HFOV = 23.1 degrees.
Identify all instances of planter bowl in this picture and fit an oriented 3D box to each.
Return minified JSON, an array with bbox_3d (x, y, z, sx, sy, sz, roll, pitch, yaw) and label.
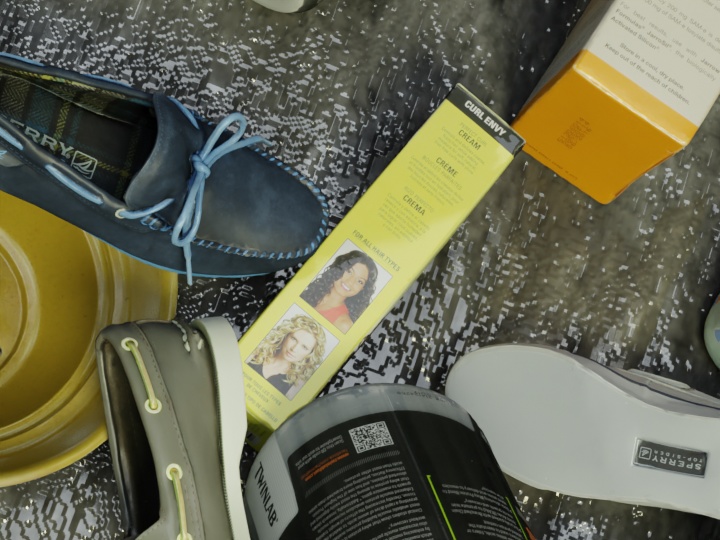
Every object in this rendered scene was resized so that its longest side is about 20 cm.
[{"bbox_3d":[-0.195,0.009,0.837,0.200,0.083,0.201,7,73,-24],"label":"planter bowl"}]

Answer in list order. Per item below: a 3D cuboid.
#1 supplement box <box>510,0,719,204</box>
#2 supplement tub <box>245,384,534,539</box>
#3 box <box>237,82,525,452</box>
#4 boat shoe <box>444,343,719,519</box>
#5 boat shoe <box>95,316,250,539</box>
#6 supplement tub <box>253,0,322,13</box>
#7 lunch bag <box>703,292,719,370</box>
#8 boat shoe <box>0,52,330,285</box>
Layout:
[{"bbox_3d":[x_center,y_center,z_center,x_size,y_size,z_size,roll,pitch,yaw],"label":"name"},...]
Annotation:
[{"bbox_3d":[0.170,-0.145,0.934,0.073,0.126,0.200,34,75,-3],"label":"supplement box"},{"bbox_3d":[0.025,0.151,0.768,0.122,0.200,0.123,-7,123,-11],"label":"supplement tub"},{"bbox_3d":[0.000,0.000,0.896,0.050,0.075,0.200,40,75,0],"label":"box"},{"bbox_3d":[0.143,0.084,0.911,0.200,0.070,0.071,12,93,15],"label":"boat shoe"},{"bbox_3d":[-0.082,0.118,0.778,0.060,0.072,0.202,2,70,-23],"label":"boat shoe"},{"bbox_3d":[0.000,-0.239,0.919,0.123,0.123,0.200,46,73,0],"label":"supplement tub"},{"bbox_3d":[0.295,0.046,0.946,0.200,0.077,0.160,40,73,-2],"label":"lunch bag"},{"bbox_3d":[-0.103,-0.044,0.808,0.200,0.069,0.084,13,72,-21],"label":"boat shoe"}]
